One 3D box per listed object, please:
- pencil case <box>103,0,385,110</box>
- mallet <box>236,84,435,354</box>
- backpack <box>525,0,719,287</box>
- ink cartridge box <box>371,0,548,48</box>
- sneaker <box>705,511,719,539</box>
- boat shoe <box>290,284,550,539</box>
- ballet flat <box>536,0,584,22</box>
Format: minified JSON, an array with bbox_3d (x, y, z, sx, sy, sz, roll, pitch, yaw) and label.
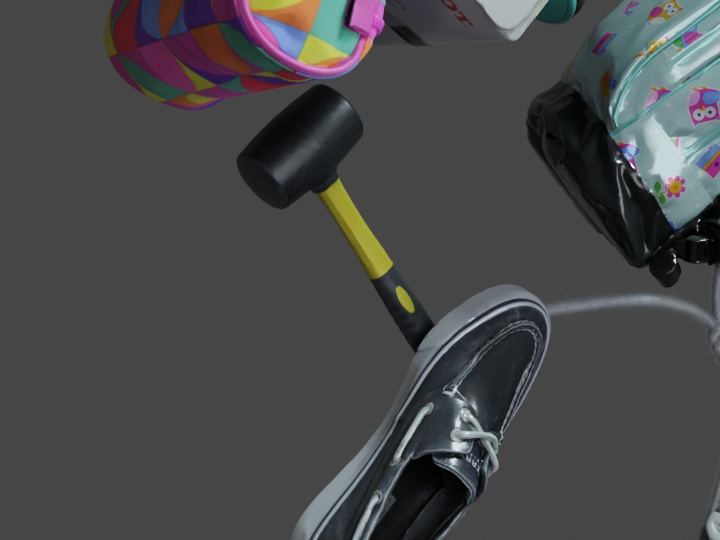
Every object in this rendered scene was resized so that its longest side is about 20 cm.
[{"bbox_3d":[-0.056,-0.125,1.250,0.088,0.200,0.089,0,90,-22],"label":"pencil case"},{"bbox_3d":[0.000,0.000,1.381,0.066,0.041,0.200,-36,114,-24],"label":"mallet"},{"bbox_3d":[0.192,-0.103,1.385,0.200,0.167,0.127,-37,113,3],"label":"backpack"},{"bbox_3d":[0.003,-0.187,1.274,0.145,0.200,0.084,47,71,-25],"label":"ink cartridge box"},{"bbox_3d":[0.219,0.228,1.497,0.075,0.081,0.201,22,83,-32],"label":"sneaker"},{"bbox_3d":[0.044,0.096,1.376,0.200,0.068,0.072,-49,122,-11],"label":"boat shoe"},{"bbox_3d":[0.065,-0.220,1.382,0.200,0.067,0.071,43,55,-28],"label":"ballet flat"}]
